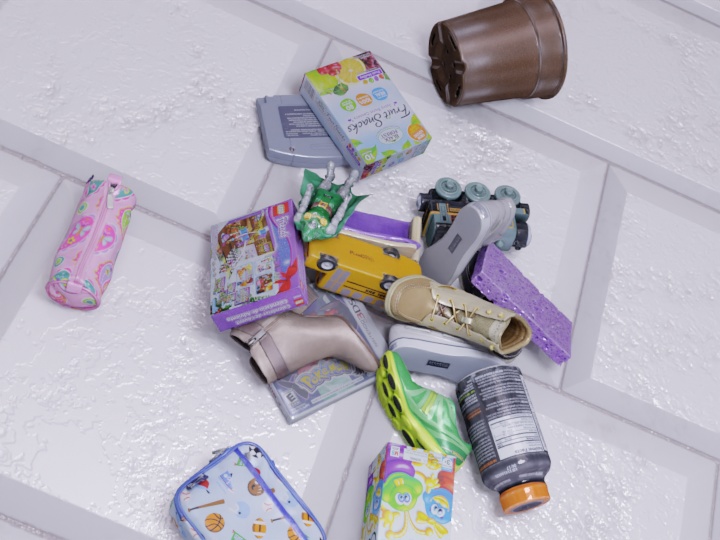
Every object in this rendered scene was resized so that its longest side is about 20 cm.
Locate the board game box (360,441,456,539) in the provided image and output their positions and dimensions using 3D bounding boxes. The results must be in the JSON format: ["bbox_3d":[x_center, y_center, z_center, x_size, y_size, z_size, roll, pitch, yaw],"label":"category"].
[{"bbox_3d":[0.060,0.353,1.322,0.102,0.105,0.202,13,57,-9],"label":"board game box"}]

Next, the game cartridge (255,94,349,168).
[{"bbox_3d":[-0.072,-0.237,1.663,0.197,0.041,0.134,-4,59,-19],"label":"game cartridge"}]

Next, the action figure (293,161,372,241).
[{"bbox_3d":[-0.053,-0.098,1.467,0.117,0.055,0.201,17,35,4],"label":"action figure"}]

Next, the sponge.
[{"bbox_3d":[0.259,0.052,1.549,0.200,0.030,0.112,43,29,-8],"label":"sponge"}]

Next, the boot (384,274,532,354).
[{"bbox_3d":[0.146,0.068,1.446,0.199,0.155,0.074,15,97,-44],"label":"boot"}]

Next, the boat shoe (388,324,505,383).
[{"bbox_3d":[0.136,0.124,1.497,0.198,0.074,0.066,18,41,-19],"label":"boat shoe"}]

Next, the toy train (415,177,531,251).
[{"bbox_3d":[0.190,-0.084,1.620,0.197,0.086,0.115,6,52,-11],"label":"toy train"}]

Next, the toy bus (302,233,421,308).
[{"bbox_3d":[0.000,0.000,1.498,0.198,0.078,0.066,18,49,-20],"label":"toy bus"}]

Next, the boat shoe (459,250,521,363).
[{"bbox_3d":[0.215,0.046,1.571,0.072,0.063,0.202,-8,63,-18],"label":"boat shoe"}]

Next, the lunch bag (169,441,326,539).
[{"bbox_3d":[-0.148,0.329,1.291,0.159,0.076,0.201,-31,75,-32],"label":"lunch bag"}]

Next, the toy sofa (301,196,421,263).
[{"bbox_3d":[-0.002,-0.064,1.548,0.197,0.098,0.084,12,58,-9],"label":"toy sofa"}]

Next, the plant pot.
[{"bbox_3d":[0.238,-0.391,1.764,0.196,0.201,0.202,-14,66,-16],"label":"plant pot"}]

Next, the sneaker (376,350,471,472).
[{"bbox_3d":[0.091,0.205,1.439,0.083,0.074,0.201,-28,83,-31],"label":"sneaker"}]

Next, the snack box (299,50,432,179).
[{"bbox_3d":[0.008,-0.265,1.651,0.141,0.053,0.201,-25,72,-26],"label":"snack box"}]

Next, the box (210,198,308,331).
[{"bbox_3d":[-0.151,-0.011,1.434,0.135,0.039,0.201,-18,42,8],"label":"box"}]

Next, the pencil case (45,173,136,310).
[{"bbox_3d":[-0.389,-0.042,1.423,0.086,0.088,0.202,17,58,-7],"label":"pencil case"}]

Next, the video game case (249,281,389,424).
[{"bbox_3d":[-0.065,0.111,1.472,0.198,0.023,0.183,-23,70,-27],"label":"video game case"}]

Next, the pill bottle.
[{"bbox_3d":[0.214,0.249,1.429,0.105,0.107,0.202,-5,63,-20],"label":"pill bottle"}]

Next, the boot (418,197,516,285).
[{"bbox_3d":[0.171,-0.039,1.535,0.095,0.200,0.074,-15,65,-38],"label":"boot"}]

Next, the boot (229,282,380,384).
[{"bbox_3d":[-0.087,0.113,1.418,0.200,0.070,0.146,44,64,11],"label":"boot"}]
